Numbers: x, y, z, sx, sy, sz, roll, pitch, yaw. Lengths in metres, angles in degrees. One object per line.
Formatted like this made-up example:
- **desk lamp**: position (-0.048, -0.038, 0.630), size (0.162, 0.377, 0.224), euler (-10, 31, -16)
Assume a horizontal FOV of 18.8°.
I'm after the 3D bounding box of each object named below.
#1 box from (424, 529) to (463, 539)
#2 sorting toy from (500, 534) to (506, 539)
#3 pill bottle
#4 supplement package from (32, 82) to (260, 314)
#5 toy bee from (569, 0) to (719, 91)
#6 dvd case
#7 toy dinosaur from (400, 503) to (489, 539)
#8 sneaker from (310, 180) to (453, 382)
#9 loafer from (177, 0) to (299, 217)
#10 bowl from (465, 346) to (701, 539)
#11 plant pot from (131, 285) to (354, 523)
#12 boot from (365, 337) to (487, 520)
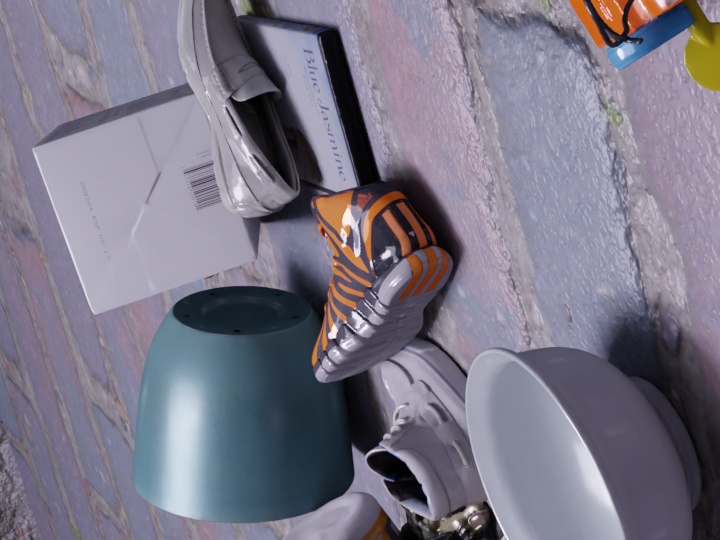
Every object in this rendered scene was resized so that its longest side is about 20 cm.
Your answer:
- **box**: position (0.055, 0.313, 1.730), size (0.200, 0.048, 0.193), euler (-28, 102, 43)
- **sorting toy**: position (0.125, 0.280, 1.501), size (0.200, 0.180, 0.107), euler (50, 154, 43)
- **pill bottle**: position (0.019, 0.297, 1.852), size (0.200, 0.116, 0.116), euler (53, 163, -11)
- **supplement package**: position (-0.181, -0.071, 1.903), size (0.200, 0.151, 0.152), euler (-101, -8, -80)
- **toy bee**: position (0.163, -0.147, 1.099), size (0.131, 0.109, 0.200), euler (56, -173, -24)
- **dvd case**: position (-0.047, -0.133, 1.769), size (0.200, 0.018, 0.143), euler (22, 130, 64)
- **toy dinosaur**: position (0.050, 0.198, 1.826), size (0.088, 0.047, 0.200), euler (61, 164, 2)
- **sneaker**: position (0.000, 0.000, 1.685), size (0.112, 0.078, 0.200), euler (60, 142, 20)
- **loafer**: position (-0.096, -0.144, 1.780), size (0.070, 0.070, 0.200), euler (-18, 89, 36)
- **bowl**: position (0.155, 0.128, 1.397), size (0.201, 0.090, 0.201), euler (52, 155, 37)
- **plant pot**: position (-0.104, 0.108, 1.927), size (0.201, 0.201, 0.161), euler (36, 130, 57)
- **boot**: position (0.042, 0.121, 1.681), size (0.200, 0.096, 0.074), euler (39, 146, 55)
